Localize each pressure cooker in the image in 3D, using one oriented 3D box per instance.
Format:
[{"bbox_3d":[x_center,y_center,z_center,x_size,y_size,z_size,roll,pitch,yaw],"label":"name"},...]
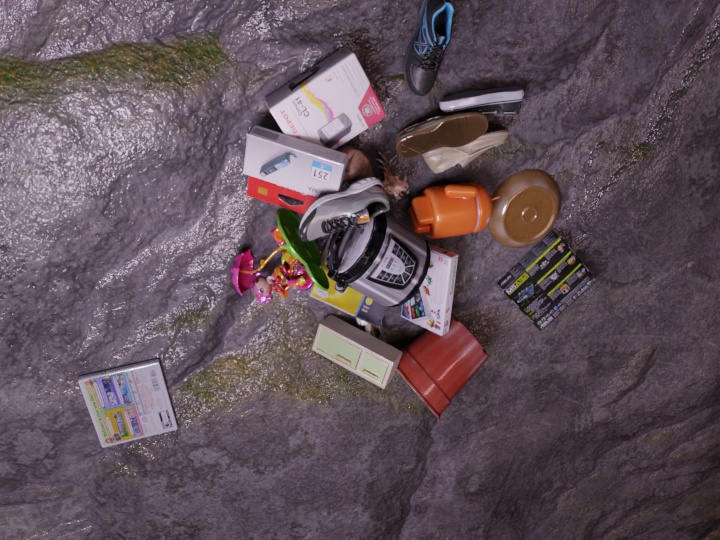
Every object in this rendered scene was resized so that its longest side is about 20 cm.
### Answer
[{"bbox_3d":[0.025,-0.034,1.391,0.198,0.178,0.178,30,133,-26],"label":"pressure cooker"}]

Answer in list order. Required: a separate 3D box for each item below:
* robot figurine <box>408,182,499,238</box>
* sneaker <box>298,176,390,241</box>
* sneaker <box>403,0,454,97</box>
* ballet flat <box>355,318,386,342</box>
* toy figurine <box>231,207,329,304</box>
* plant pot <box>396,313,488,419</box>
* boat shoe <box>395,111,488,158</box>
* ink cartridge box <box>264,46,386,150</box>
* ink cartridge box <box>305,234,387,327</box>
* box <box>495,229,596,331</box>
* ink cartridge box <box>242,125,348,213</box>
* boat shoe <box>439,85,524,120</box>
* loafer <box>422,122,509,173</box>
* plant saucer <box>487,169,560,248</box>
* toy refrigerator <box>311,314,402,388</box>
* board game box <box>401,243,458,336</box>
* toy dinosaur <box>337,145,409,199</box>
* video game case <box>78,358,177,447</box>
[{"bbox_3d":[0.210,-0.136,1.489,0.196,0.117,0.146,-9,118,-12],"label":"robot figurine"},{"bbox_3d":[-0.031,-0.111,1.294,0.198,0.080,0.074,-29,146,-9],"label":"sneaker"},{"bbox_3d":[0.137,-0.446,1.330,0.072,0.082,0.203,0,117,-18],"label":"sneaker"},{"bbox_3d":[0.021,0.124,1.589,0.066,0.064,0.202,-6,122,17],"label":"ballet flat"},{"bbox_3d":[-0.187,0.001,1.423,0.183,0.150,0.202,-33,79,16],"label":"toy figurine"},{"bbox_3d":[0.199,0.224,1.637,0.195,0.201,0.201,-41,120,-2],"label":"plant pot"},{"bbox_3d":[0.168,-0.296,1.399,0.197,0.066,0.073,-16,130,13],"label":"boat shoe"},{"bbox_3d":[-0.069,-0.325,1.328,0.198,0.086,0.148,-33,120,1],"label":"ink cartridge box"},{"bbox_3d":[0.000,0.000,1.502,0.196,0.047,0.203,25,89,-26],"label":"ink cartridge box"},{"bbox_3d":[0.476,0.030,1.697,0.200,0.048,0.193,-45,117,9],"label":"box"},{"bbox_3d":[-0.137,-0.180,1.333,0.197,0.045,0.178,17,132,1],"label":"ink cartridge box"},{"bbox_3d":[0.264,-0.347,1.424,0.196,0.072,0.072,-10,115,-14],"label":"boat shoe"},{"bbox_3d":[0.231,-0.268,1.458,0.197,0.076,0.069,-16,122,2],"label":"loafer"},{"bbox_3d":[0.399,-0.140,1.592,0.197,0.036,0.203,-7,117,-13],"label":"plant saucer"},{"bbox_3d":[-0.010,0.189,1.551,0.198,0.070,0.077,27,116,14],"label":"toy refrigerator"},{"bbox_3d":[0.159,0.039,1.559,0.034,0.125,0.203,-23,127,-43],"label":"board game box"},{"bbox_3d":[0.002,-0.213,1.397,0.135,0.086,0.200,-42,128,6],"label":"toy dinosaur"},{"bbox_3d":[-0.537,0.310,1.548,0.179,0.022,0.203,-12,120,-11],"label":"video game case"}]
